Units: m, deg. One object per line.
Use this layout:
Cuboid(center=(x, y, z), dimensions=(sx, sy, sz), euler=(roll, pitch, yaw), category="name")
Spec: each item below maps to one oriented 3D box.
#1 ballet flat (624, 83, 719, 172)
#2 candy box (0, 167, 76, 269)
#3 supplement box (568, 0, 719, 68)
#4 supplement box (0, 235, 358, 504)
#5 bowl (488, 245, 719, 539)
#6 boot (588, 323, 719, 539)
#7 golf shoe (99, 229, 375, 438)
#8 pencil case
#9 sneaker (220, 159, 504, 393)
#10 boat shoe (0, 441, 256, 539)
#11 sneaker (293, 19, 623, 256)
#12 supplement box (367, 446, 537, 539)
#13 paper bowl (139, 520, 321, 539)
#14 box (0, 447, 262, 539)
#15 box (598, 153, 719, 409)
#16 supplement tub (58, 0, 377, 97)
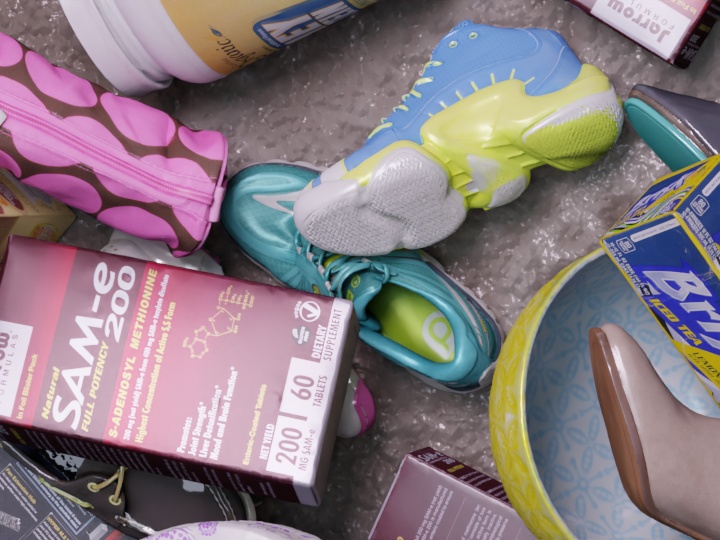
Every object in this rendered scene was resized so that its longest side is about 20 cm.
Cuboid(center=(0.236, -0.043, 1.508), dimensions=(0.073, 0.073, 0.200), euler=(-44, 76, 11), category="ballet flat")
Cuboid(center=(-0.252, -0.007, 1.565), dimensions=(0.055, 0.200, 0.116), euler=(43, 100, 10), category="candy box")
Cuboid(center=(0.188, -0.228, 1.509), dimensions=(0.109, 0.061, 0.201), euler=(32, 99, 12), category="supplement box")
Cuboid(center=(-0.109, 0.055, 1.493), dimensions=(0.199, 0.061, 0.109), euler=(10, 75, 7), category="supplement box")
Cuboid(center=(0.142, 0.089, 1.496), dimensions=(0.108, 0.199, 0.201), euler=(-21, 84, 56), category="bowl")
Cuboid(center=(0.211, 0.105, 1.396), dimensions=(0.145, 0.070, 0.201), euler=(-16, 105, -1), category="boot")
Cuboid(center=(-0.085, 0.050, 1.573), dimensions=(0.200, 0.075, 0.092), euler=(33, 61, 17), category="golf shoe")
Cuboid(center=(-0.166, -0.075, 1.506), dimensions=(0.199, 0.094, 0.091), euler=(23, 79, -22), category="pencil case")
Cuboid(center=(0.000, 0.000, 1.560), dimensions=(0.200, 0.080, 0.078), euler=(34, 99, 13), category="sneaker")
Cuboid(center=(-0.154, 0.108, 1.561), dimensions=(0.201, 0.061, 0.072), euler=(31, 96, 11), category="boat shoe")
Cuboid(center=(0.047, -0.081, 1.539), dimensions=(0.199, 0.076, 0.105), euler=(-18, 51, -6), category="sneaker")
Cuboid(center=(0.098, 0.195, 1.546), dimensions=(0.199, 0.061, 0.109), euler=(26, 98, 12), category="supplement box")
Cuboid(center=(-0.068, 0.241, 1.494), dimensions=(0.200, 0.104, 0.202), euler=(-1, 86, 16), category="paper bowl")
Cuboid(center=(-0.183, 0.120, 1.626), dimensions=(0.158, 0.050, 0.200), euler=(-44, 81, 11), category="box")
Cuboid(center=(0.222, 0.036, 1.453), dimensions=(0.200, 0.064, 0.070), euler=(53, 145, -11), category="box")
Cuboid(center=(-0.070, -0.197, 1.543), dimensions=(0.199, 0.145, 0.145), euler=(-25, 85, 14), category="supplement tub")
